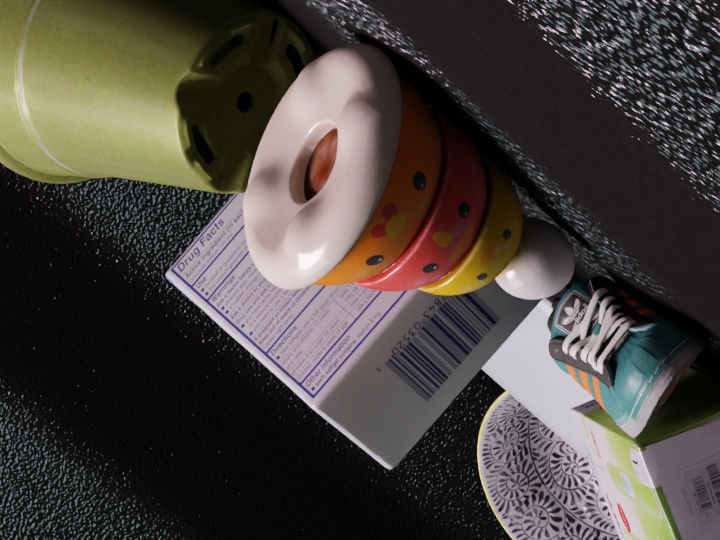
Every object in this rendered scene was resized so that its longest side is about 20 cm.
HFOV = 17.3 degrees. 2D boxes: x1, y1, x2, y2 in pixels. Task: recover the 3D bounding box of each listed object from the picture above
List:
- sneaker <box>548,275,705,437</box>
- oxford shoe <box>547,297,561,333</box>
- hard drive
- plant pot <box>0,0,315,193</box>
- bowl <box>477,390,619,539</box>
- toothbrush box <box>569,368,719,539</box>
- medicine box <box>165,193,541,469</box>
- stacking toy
[{"bbox_3d":[0.150,0.047,1.417,0.080,0.071,0.200,36,179,-1],"label":"sneaker"},{"bbox_3d":[0.193,0.098,1.638,0.200,0.075,0.070,42,178,-17],"label":"oxford shoe"},{"bbox_3d":[0.140,0.061,1.745,0.200,0.027,0.132,41,149,-5],"label":"hard drive"},{"bbox_3d":[-0.132,-0.134,1.585,0.190,0.200,0.200,21,165,43],"label":"plant pot"},{"bbox_3d":[0.202,0.151,1.877,0.200,0.094,0.201,18,126,27],"label":"bowl"},{"bbox_3d":[0.213,0.148,1.484,0.200,0.086,0.146,-145,33,-83],"label":"toothbrush box"},{"bbox_3d":[0.000,0.000,1.597,0.200,0.182,0.103,39,177,45],"label":"medicine box"},{"bbox_3d":[0.046,-0.035,1.371,0.200,0.146,0.146,20,-172,-28],"label":"stacking toy"}]
